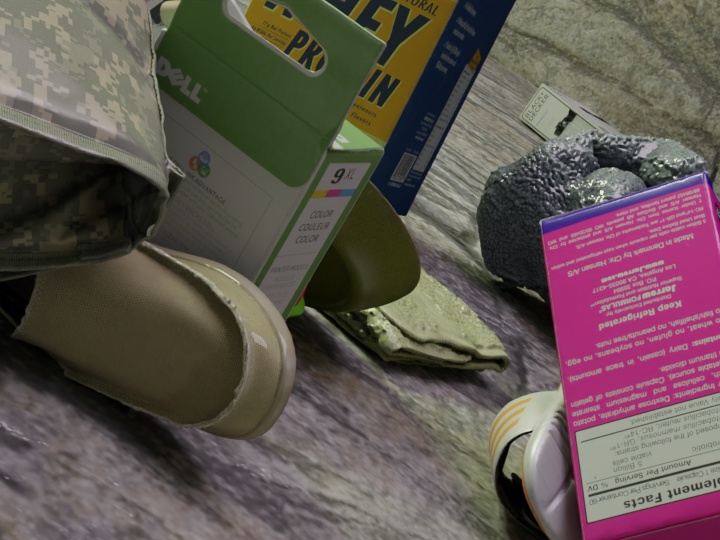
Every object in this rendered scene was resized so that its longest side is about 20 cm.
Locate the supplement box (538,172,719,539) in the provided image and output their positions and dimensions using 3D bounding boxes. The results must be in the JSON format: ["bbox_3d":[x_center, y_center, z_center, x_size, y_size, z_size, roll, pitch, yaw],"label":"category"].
[{"bbox_3d":[0.168,0.065,0.933,0.101,0.103,0.200,46,34,-50],"label":"supplement box"}]

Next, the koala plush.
[{"bbox_3d":[0.202,-0.006,1.375,0.183,0.178,0.200,12,23,-28],"label":"koala plush"}]

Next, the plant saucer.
[{"bbox_3d":[-0.058,-0.036,0.978,0.200,0.031,0.200,29,-22,13],"label":"plant saucer"}]

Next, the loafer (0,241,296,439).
[{"bbox_3d":[-0.115,0.016,0.766,0.200,0.076,0.068,28,16,31],"label":"loafer"}]

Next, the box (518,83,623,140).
[{"bbox_3d":[0.324,-0.172,2.407,0.117,0.060,0.200,19,19,-45],"label":"box"}]

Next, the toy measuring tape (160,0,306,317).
[{"bbox_3d":[-0.073,-0.033,0.877,0.074,0.073,0.200,-117,-169,-64],"label":"toy measuring tape"}]

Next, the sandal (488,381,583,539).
[{"bbox_3d":[0.106,0.102,0.972,0.079,0.059,0.207,67,21,-10],"label":"sandal"}]

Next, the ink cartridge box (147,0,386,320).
[{"bbox_3d":[-0.061,-0.046,0.811,0.104,0.200,0.059,38,22,21],"label":"ink cartridge box"}]

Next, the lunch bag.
[{"bbox_3d":[-0.178,-0.083,0.728,0.200,0.118,0.164,11,40,-22],"label":"lunch bag"}]

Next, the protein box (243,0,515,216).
[{"bbox_3d":[0.004,-0.161,1.286,0.135,0.200,0.199,28,6,11],"label":"protein box"}]

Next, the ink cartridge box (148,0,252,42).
[{"bbox_3d":[-0.144,-0.178,1.084,0.200,0.084,0.146,59,-11,-1],"label":"ink cartridge box"}]

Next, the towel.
[{"bbox_3d":[0.000,0.000,1.142,0.200,0.037,0.148,42,15,31],"label":"towel"}]
